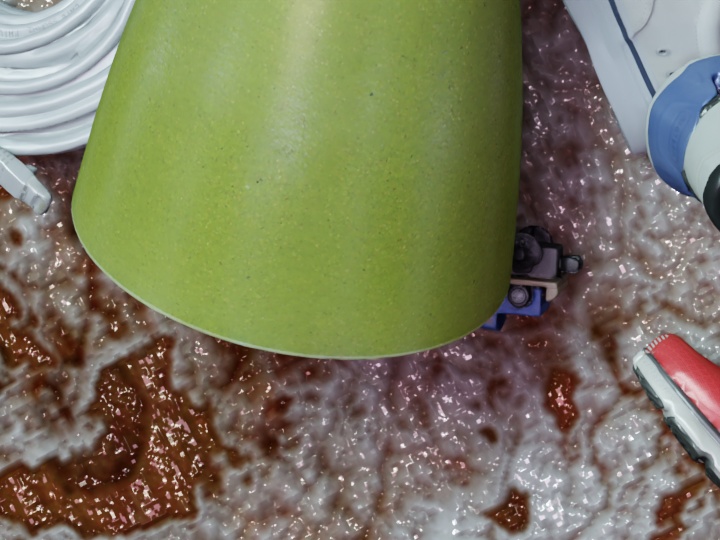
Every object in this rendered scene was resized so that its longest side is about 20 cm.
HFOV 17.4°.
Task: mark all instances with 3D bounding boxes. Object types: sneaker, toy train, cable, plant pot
[{"bbox_3d":[0.205,0.080,0.982,0.199,0.077,0.085,35,91,3],"label":"sneaker"},{"bbox_3d":[0.000,0.000,1.042,0.198,0.034,0.046,3,99,15],"label":"toy train"},{"bbox_3d":[0.213,-0.022,0.915,0.198,0.115,0.081,7,116,-5],"label":"sneaker"},{"bbox_3d":[-0.146,-0.153,1.053,0.199,0.069,0.201,36,102,11],"label":"cable"},{"bbox_3d":[-0.011,-0.101,0.927,0.186,0.187,0.201,19,121,13],"label":"plant pot"},{"bbox_3d":[0.110,-0.133,0.943,0.070,0.200,0.073,-23,47,8],"label":"sneaker"}]
